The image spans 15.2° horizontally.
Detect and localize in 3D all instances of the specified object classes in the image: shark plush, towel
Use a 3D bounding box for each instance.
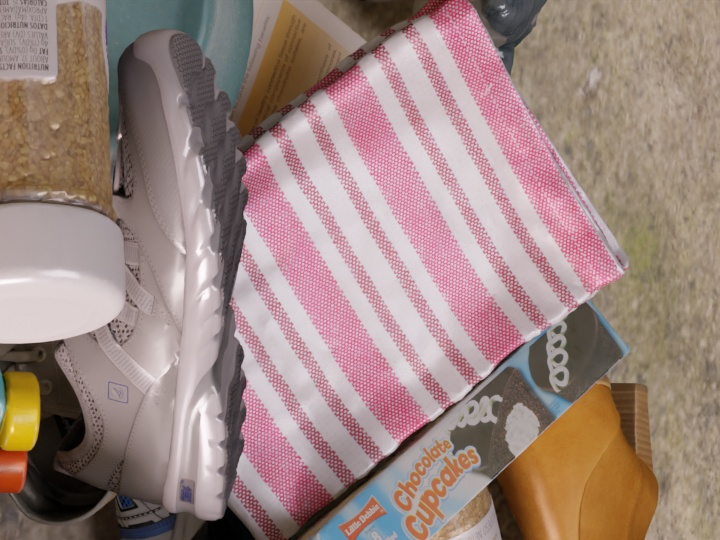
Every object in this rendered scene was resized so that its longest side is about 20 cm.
[{"bbox_3d":[0.087,-0.142,1.308,0.200,0.083,0.091,-28,84,-49],"label":"shark plush"},{"bbox_3d":[0.000,0.000,1.100,0.200,0.030,0.147,-38,109,-12],"label":"towel"}]

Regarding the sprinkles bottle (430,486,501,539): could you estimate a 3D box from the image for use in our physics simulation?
[{"bbox_3d":[0.043,0.162,1.335,0.068,0.068,0.201,-36,122,-41],"label":"sprinkles bottle"}]

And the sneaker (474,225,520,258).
[{"bbox_3d":[0.036,-0.024,1.243,0.075,0.200,0.116,4,71,-9],"label":"sneaker"}]

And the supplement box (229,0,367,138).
[{"bbox_3d":[-0.069,-0.066,1.157,0.200,0.073,0.127,36,68,-47],"label":"supplement box"}]

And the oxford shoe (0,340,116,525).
[{"bbox_3d":[-0.140,0.021,1.076,0.058,0.075,0.201,-79,152,-57],"label":"oxford shoe"}]

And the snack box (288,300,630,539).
[{"bbox_3d":[0.023,0.093,1.176,0.037,0.116,0.200,51,50,1],"label":"snack box"}]

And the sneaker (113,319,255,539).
[{"bbox_3d":[-0.077,0.084,1.180,0.076,0.077,0.201,-28,134,-49],"label":"sneaker"}]

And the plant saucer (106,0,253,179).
[{"bbox_3d":[-0.129,-0.111,1.032,0.199,0.036,0.201,3,83,-22],"label":"plant saucer"}]

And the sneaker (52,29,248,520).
[{"bbox_3d":[-0.087,0.006,1.014,0.075,0.082,0.201,-77,169,-64],"label":"sneaker"}]

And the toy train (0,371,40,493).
[{"bbox_3d":[-0.207,0.033,0.998,0.200,0.150,0.056,51,22,-50],"label":"toy train"}]

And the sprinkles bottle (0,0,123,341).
[{"bbox_3d":[-0.122,-0.079,0.945,0.068,0.068,0.201,19,60,-50],"label":"sprinkles bottle"}]

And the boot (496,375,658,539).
[{"bbox_3d":[0.102,0.126,1.391,0.201,0.071,0.145,12,78,-58],"label":"boot"}]
